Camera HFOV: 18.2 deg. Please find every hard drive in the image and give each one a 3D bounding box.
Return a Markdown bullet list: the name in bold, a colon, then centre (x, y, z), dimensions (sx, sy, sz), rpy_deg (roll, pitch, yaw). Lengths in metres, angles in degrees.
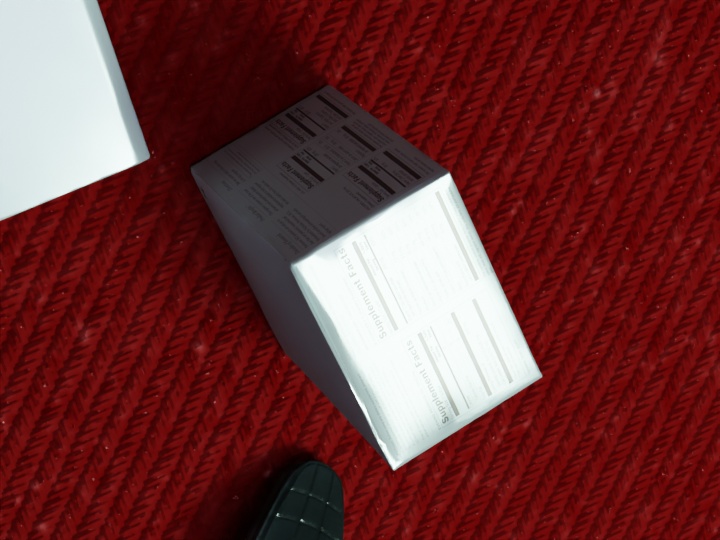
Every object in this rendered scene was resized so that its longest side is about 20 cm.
- **hard drive**: centre (-0.219, -0.135, 1.352), dimensions (0.131, 0.025, 0.201), rpy_deg (-23, 115, -12)

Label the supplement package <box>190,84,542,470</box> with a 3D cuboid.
- **supplement package**: centre (0.000, 0.000, 1.389), dimensions (0.111, 0.200, 0.156), rpy_deg (-30, 117, -9)

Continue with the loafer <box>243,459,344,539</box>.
- **loafer**: centre (-0.072, 0.221, 1.516), dimensions (0.073, 0.072, 0.201), rpy_deg (30, 75, -32)
